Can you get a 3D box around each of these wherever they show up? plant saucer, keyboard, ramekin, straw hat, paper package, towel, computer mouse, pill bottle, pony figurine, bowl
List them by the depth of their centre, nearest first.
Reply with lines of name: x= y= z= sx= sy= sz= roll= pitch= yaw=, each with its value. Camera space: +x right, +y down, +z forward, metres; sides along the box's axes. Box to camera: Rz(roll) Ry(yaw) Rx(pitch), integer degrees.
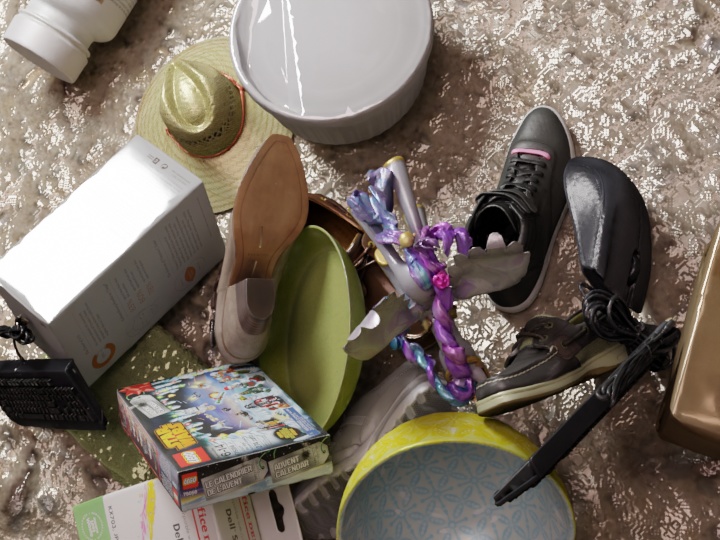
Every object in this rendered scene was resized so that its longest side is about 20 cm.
keyboard: x=0.184 y=0.099 z=0.998 sx=0.021 sy=0.127 sz=0.200 roll=44 pitch=52 yaw=10
paper package: x=0.358 y=0.072 z=1.057 sx=0.198 sy=0.104 sz=0.193 roll=17 pitch=77 yaw=11
pony figurine: x=0.055 y=0.009 z=1.109 sx=0.165 sy=0.193 sz=0.202 roll=-25 pitch=64 yaw=2
bowl: x=0.079 y=0.188 z=1.116 sx=0.198 sy=0.202 sz=0.108 roll=-18 pitch=30 yaw=13
computer mouse: x=0.229 y=-0.020 z=1.146 sx=0.052 sy=0.138 sz=0.202 roll=-27 pitch=54 yaw=29
plant saucer: x=-0.042 y=0.061 z=1.203 sx=0.031 sy=0.200 sz=0.203 roll=6 pitch=76 yaw=-26
keyboard: x=-0.320 y=0.101 z=1.259 sx=0.199 sy=0.128 sz=0.021 roll=-7 pitch=25 yaw=50
ramekin: x=-0.024 y=-0.218 z=1.296 sx=0.199 sy=0.094 sz=0.205 roll=-3 pitch=71 yaw=8
towel: x=-0.238 y=0.114 z=1.307 sx=0.199 sy=0.036 sz=0.149 roll=33 pitch=85 yaw=26
straw hat: x=-0.164 y=-0.168 z=1.346 sx=0.198 sy=0.085 sz=0.204 roll=-6 pitch=71 yaw=18
pill bottle: x=-0.298 y=-0.312 z=1.424 sx=0.114 sy=0.114 sz=0.201 roll=27 pitch=83 yaw=25

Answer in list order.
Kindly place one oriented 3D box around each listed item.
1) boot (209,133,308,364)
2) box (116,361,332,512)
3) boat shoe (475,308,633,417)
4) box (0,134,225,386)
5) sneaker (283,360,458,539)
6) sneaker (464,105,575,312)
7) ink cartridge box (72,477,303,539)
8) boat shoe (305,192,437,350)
boot: x=-0.106 y=-0.013 z=1.247 sx=0.069 sy=0.146 sz=0.203 roll=13 pitch=73 yaw=-14
box: x=-0.125 y=0.140 z=1.161 sx=0.135 sy=0.040 sz=0.200 roll=-12 pitch=20 yaw=-22
boat shoe: x=0.156 y=0.070 z=1.101 sx=0.071 sy=0.200 sz=0.067 roll=-25 pitch=83 yaw=44
box: x=-0.239 y=-0.009 z=1.269 sx=0.097 sy=0.125 sz=0.200 roll=34 pitch=67 yaw=26
sneaker: x=0.006 y=0.163 z=1.201 sx=0.200 sy=0.075 sz=0.082 roll=-44 pitch=31 yaw=6
sneaker: x=0.147 y=-0.071 z=1.199 sx=0.070 sy=0.099 sz=0.202 roll=8 pitch=74 yaw=23
ink cartridge box: x=-0.154 y=0.240 z=1.184 sx=0.198 sy=0.067 sz=0.119 roll=-21 pitch=80 yaw=26
boat shoe: x=0.000 y=-0.001 z=1.244 sx=0.072 sy=0.068 sz=0.200 roll=-45 pitch=65 yaw=0
